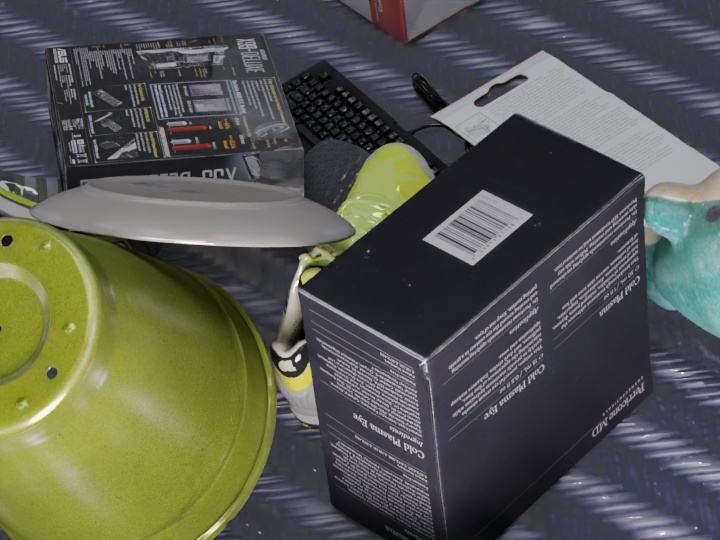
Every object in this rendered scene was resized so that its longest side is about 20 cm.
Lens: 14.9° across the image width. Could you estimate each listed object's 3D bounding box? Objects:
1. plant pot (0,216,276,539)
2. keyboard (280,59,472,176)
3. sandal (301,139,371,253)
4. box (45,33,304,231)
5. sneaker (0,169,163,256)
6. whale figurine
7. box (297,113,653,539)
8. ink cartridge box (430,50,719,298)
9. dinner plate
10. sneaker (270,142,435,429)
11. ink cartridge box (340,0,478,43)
[{"bbox_3d":[-0.173,0.060,1.593,0.199,0.193,0.201,-6,70,16],"label":"plant pot"},{"bbox_3d":[0.022,-0.093,1.917,0.127,0.021,0.200,-28,46,-21],"label":"keyboard"},{"bbox_3d":[0.018,-0.008,1.808,0.076,0.043,0.200,-41,57,-1],"label":"sandal"},{"bbox_3d":[-0.129,-0.097,1.860,0.157,0.050,0.200,-5,28,-9],"label":"box"},{"bbox_3d":[-0.216,-0.034,1.864,0.199,0.074,0.081,25,36,28],"label":"sneaker"},{"bbox_3d":[0.224,0.006,1.655,0.200,0.159,0.104,-10,56,54],"label":"whale figurine"},{"bbox_3d":[0.073,0.044,1.636,0.104,0.183,0.200,28,52,34],"label":"box"},{"bbox_3d":[0.149,-0.063,1.837,0.109,0.050,0.200,-31,48,-24],"label":"ink cartridge box"},{"bbox_3d":[-0.101,-0.039,1.674,0.199,0.024,0.200,3,7,0],"label":"dinner plate"},{"bbox_3d":[0.000,0.000,1.737,0.075,0.076,0.201,4,60,25],"label":"sneaker"},{"bbox_3d":[0.011,-0.263,2.069,0.116,0.068,0.200,-32,47,-25],"label":"ink cartridge box"}]
